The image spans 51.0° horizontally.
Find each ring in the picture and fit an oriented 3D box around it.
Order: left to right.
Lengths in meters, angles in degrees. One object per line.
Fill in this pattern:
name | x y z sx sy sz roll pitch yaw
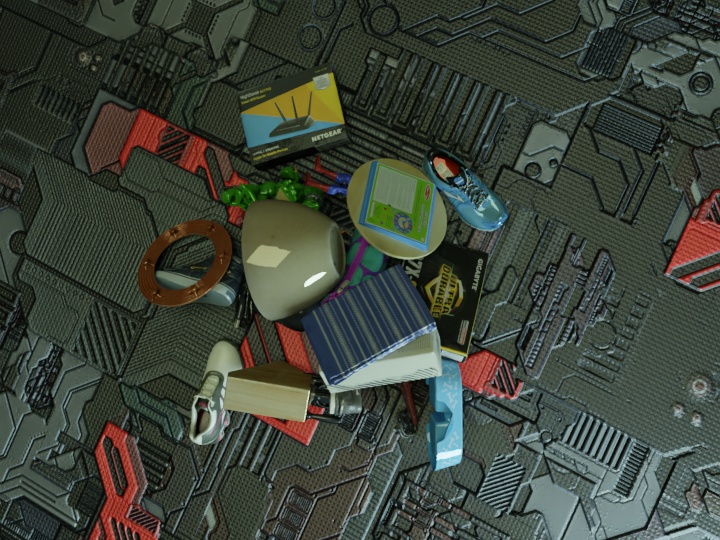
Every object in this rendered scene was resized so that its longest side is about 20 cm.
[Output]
ring | -0.338 -0.020 1.438 0.195 0.019 0.204 -9 52 12

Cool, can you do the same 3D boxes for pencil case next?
pencil case | 0.000 0.000 1.353 0.083 0.093 0.203 10 57 19

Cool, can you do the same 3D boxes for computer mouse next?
computer mouse | -0.160 0.056 1.405 0.197 0.052 0.142 14 85 32

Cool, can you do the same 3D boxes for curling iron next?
curling iron | 0.076 0.208 1.380 0.025 0.049 0.205 -4 94 42

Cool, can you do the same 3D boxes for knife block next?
knife block | -0.124 0.230 1.358 0.174 0.198 0.066 23 108 39

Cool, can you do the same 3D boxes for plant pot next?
plant pot | -0.099 -0.027 1.268 0.131 0.200 0.206 -8 85 14

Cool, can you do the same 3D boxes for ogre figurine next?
ogre figurine | -0.149 -0.136 1.405 0.196 0.120 0.100 -13 99 26

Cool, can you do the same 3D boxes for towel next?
towel | 0.010 0.087 1.232 0.197 0.024 0.146 -28 53 -4

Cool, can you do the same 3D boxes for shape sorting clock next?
shape sorting clock | 0.066 -0.111 1.352 0.195 0.039 0.204 9 60 -16

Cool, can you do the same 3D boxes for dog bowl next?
dog bowl | 0.148 0.251 1.337 0.048 0.111 0.206 -1 95 -4

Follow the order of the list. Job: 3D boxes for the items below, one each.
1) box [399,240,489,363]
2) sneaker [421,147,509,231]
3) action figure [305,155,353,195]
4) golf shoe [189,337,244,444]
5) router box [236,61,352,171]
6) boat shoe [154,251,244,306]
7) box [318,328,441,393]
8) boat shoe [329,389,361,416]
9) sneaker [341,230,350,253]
box | 0.133 0.045 1.344 0.156 0.050 0.204 15 66 6
sneaker | 0.185 -0.147 1.369 0.199 0.090 0.079 42 93 10
action figure | -0.002 -0.169 1.404 0.197 0.101 0.065 22 134 -21
golf shoe | -0.274 0.231 1.429 0.075 0.088 0.205 10 87 12
router box | -0.128 -0.294 1.453 0.195 0.051 0.153 -16 82 9
boat shoe | -0.309 0.010 1.465 0.196 0.071 0.092 9 55 27
box | 0.033 0.139 1.249 0.195 0.069 0.083 -10 46 14
boat shoe | -0.022 0.184 1.353 0.056 0.202 0.068 7 125 -2
sneaker | -0.108 -0.053 1.430 0.195 0.078 0.079 15 76 7
